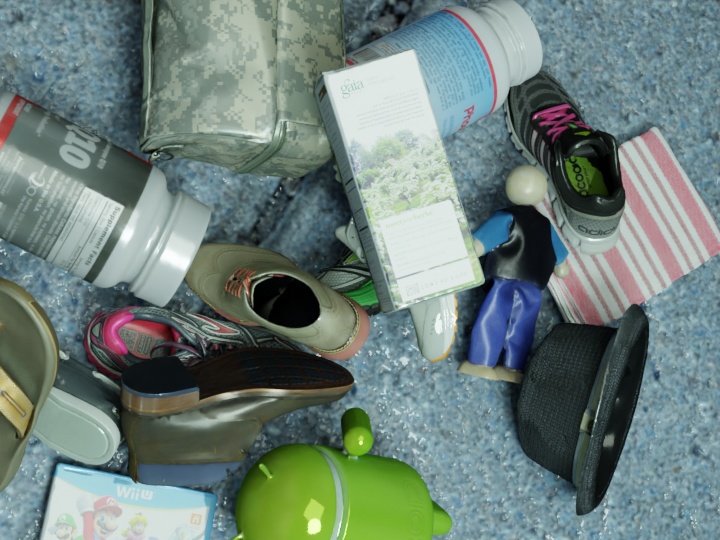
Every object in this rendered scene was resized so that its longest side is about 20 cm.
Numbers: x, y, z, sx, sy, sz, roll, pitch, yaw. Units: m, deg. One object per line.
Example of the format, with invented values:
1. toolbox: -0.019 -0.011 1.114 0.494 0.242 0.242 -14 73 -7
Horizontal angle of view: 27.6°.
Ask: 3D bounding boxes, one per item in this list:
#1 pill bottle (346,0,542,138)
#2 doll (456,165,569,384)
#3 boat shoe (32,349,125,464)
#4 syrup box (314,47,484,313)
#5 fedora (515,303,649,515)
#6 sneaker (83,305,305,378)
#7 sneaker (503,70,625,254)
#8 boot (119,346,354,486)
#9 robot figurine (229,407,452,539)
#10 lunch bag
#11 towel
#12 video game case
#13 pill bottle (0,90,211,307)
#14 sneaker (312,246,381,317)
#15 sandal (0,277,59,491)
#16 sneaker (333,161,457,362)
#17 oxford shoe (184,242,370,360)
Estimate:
1. pill bottle: 0.066 -0.177 1.356 0.199 0.109 0.109 -28 91 -20
2. doll: 0.139 0.001 1.356 0.136 0.048 0.201 13 88 -38
3. boat shoe: -0.280 0.090 1.220 0.200 0.076 0.060 34 32 -1
4. syrup box: 0.030 -0.072 1.195 0.078 0.081 0.201 -17 89 -7
5. fedora: 0.198 0.119 1.347 0.091 0.201 0.201 17 73 19
6. sneaker: -0.136 0.078 1.263 0.199 0.075 0.081 10 78 -18
7. sneaker: 0.200 -0.118 1.387 0.073 0.088 0.201 -14 67 -16
8. boot: -0.105 0.123 1.221 0.199 0.075 0.097 -1 117 -21
9. robot figurine: -0.019 0.210 1.243 0.199 0.116 0.176 15 103 -37
10. lunch bag: -0.111 -0.188 1.278 0.167 0.139 0.201 4 81 -25
11. towel: 0.254 -0.040 1.444 0.200 0.030 0.147 -29 89 -22
12. video game case: -0.208 0.275 1.236 0.143 0.018 0.201 14 77 -16
13. pill bottle: -0.234 -0.057 1.229 0.199 0.114 0.114 27 74 -14
14. sneaker: 0.000 0.000 1.331 0.199 0.078 0.085 -20 82 -30
15. sandal: -0.293 0.103 1.162 0.080 0.054 0.201 23 112 6
16. sneaker: 0.028 -0.015 1.274 0.092 0.076 0.201 -12 85 -2
17. oxford shoe: -0.084 0.012 1.237 0.075 0.199 0.071 35 77 -55
